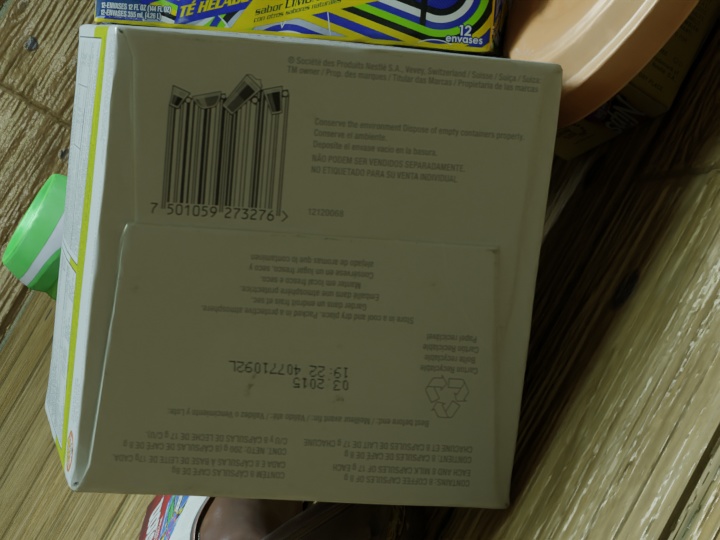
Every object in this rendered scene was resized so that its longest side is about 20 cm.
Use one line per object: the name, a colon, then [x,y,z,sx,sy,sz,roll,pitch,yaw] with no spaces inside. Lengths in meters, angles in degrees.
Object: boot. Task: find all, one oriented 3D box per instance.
boot: [-0.022,0.131,1.101,0.200,0.064,0.187,-42,20,44]

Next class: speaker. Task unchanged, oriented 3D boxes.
speaker: [-0.146,0.014,1.506,0.089,0.200,0.089,-54,14,20]

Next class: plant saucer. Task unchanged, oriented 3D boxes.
plant saucer: [0.126,-0.159,1.014,0.201,0.032,0.200,-53,15,21]

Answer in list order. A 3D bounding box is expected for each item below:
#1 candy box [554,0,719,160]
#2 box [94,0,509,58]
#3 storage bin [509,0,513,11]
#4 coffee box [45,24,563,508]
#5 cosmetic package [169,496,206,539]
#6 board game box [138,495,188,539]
candy box: [0.150,-0.164,1.117,0.201,0.056,0.117,-63,14,-20]
box: [-0.027,-0.145,1.071,0.070,0.199,0.065,-11,-74,-80]
storage bin: [0.005,-0.158,1.225,0.094,0.198,0.201,39,-118,-66]
coffee box: [-0.037,-0.008,1.013,0.198,0.199,0.201,-153,68,-77]
cosmetic package: [-0.085,0.175,1.247,0.201,0.051,0.083,-65,12,-24]
board game box: [-0.128,0.190,1.450,0.103,0.019,0.200,-54,14,27]
